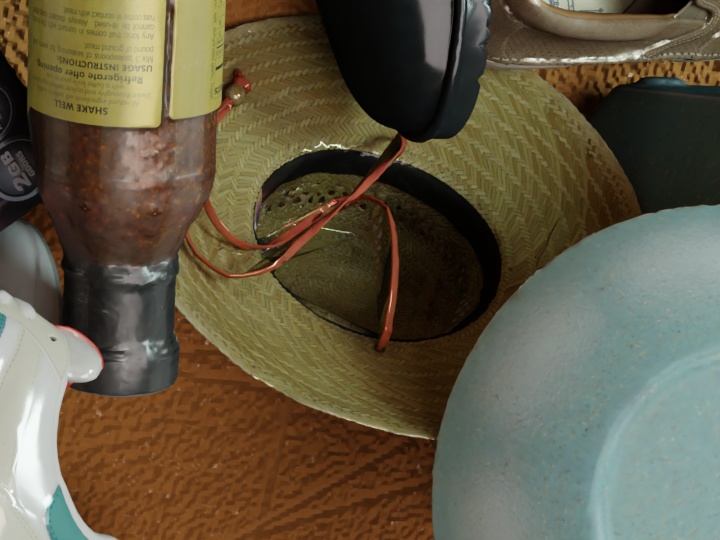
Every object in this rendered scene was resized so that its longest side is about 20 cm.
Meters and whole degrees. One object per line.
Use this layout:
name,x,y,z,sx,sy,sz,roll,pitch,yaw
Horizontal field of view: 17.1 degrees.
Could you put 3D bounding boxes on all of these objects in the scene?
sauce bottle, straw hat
sauce bottle,-0.077,-0.059,0.770,0.066,0.066,0.200,-3,108,-27
straw hat,0.000,0.000,0.895,0.201,0.201,0.085,-8,150,-26

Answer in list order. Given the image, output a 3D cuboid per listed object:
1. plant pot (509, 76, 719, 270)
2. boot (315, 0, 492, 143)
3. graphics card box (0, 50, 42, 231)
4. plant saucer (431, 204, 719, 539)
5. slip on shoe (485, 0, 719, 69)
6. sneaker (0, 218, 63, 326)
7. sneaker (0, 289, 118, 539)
plant pot,0.170,0.026,0.946,0.196,0.196,0.200,-2,99,-28
boot,-0.039,-0.140,0.826,0.162,0.073,0.199,-5,99,-27
graphics card box,-0.209,-0.027,0.798,0.200,0.051,0.126,-37,121,-13
plant saucer,0.125,0.077,0.810,0.201,0.039,0.201,0,90,-10
slip on shoe,0.120,-0.119,0.919,0.200,0.061,0.076,-9,89,-30
sneaker,-0.146,0.065,0.811,0.080,0.201,0.070,11,148,-9
sneaker,-0.137,0.019,0.757,0.093,0.070,0.200,-16,85,-28
